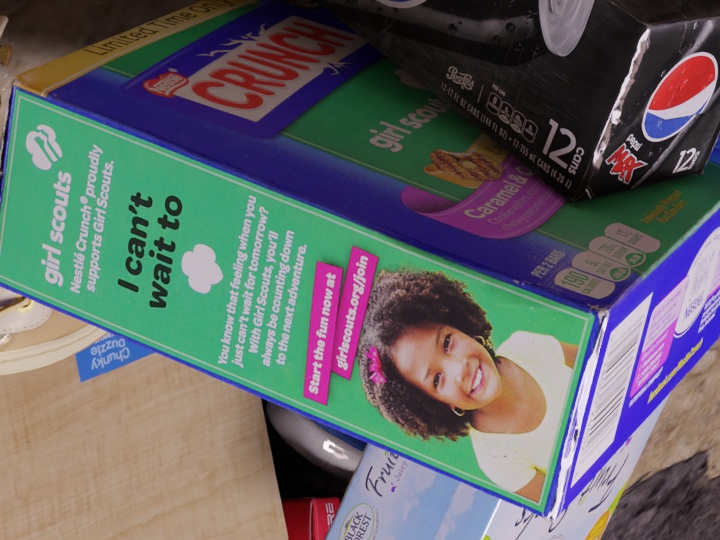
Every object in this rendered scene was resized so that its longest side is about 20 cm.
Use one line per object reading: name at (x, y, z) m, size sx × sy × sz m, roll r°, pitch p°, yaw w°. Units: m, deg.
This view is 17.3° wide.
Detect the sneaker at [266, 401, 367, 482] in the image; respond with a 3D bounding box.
sneaker at (0.045, 0.037, 1.110) m, size 0.199 × 0.077 × 0.112 m, roll 3°, pitch 126°, yaw -50°

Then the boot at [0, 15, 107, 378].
boot at (-0.130, -0.039, 0.779) m, size 0.199 × 0.073 × 0.156 m, roll -15°, pitch 140°, yaw -38°

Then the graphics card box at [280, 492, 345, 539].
graphics card box at (-0.014, 0.131, 1.118) m, size 0.125 × 0.051 × 0.199 m, roll -9°, pitch 171°, yaw 34°

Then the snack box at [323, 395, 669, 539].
snack box at (0.071, 0.061, 0.991) m, size 0.200 × 0.067 × 0.170 m, roll -5°, pitch 121°, yaw -66°

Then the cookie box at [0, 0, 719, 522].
cookie box at (0.009, -0.017, 0.759) m, size 0.171 × 0.199 × 0.076 m, roll -36°, pitch 142°, yaw -59°

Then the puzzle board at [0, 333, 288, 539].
puzzle board at (-0.121, 0.074, 0.926) m, size 0.199 × 0.017 × 0.152 m, roll -23°, pitch 111°, yaw -36°

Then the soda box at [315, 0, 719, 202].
soda box at (0.030, -0.105, 0.754) m, size 0.070 × 0.200 × 0.064 m, roll -13°, pitch 134°, yaw -45°
